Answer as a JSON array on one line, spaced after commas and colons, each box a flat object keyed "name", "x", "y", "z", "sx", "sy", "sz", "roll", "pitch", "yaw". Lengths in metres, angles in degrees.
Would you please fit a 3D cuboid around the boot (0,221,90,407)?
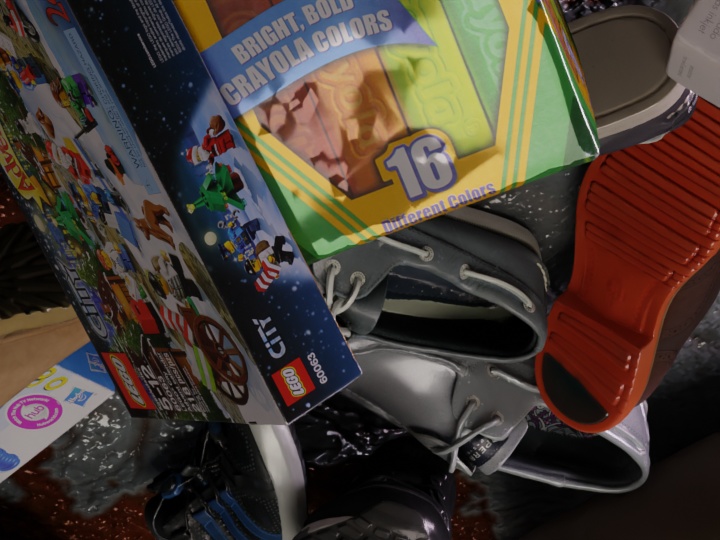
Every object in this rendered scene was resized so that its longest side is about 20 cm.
[{"name": "boot", "x": -0.174, "y": 0.087, "z": 1.068, "sx": 0.175, "sy": 0.066, "sz": 0.200, "roll": -20, "pitch": 133, "yaw": -36}]

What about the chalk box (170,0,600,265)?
[{"name": "chalk box", "x": -0.006, "y": -0.126, "z": 0.905, "sx": 0.125, "sy": 0.124, "sz": 0.200, "roll": -21, "pitch": 110, "yaw": 9}]

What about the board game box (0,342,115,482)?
[{"name": "board game box", "x": -0.250, "y": 0.052, "z": 1.127, "sx": 0.200, "sy": 0.056, "sz": 0.196, "roll": -38, "pitch": 135, "yaw": 27}]

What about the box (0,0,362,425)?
[{"name": "box", "x": -0.088, "y": -0.038, "z": 0.913, "sx": 0.038, "sy": 0.137, "sz": 0.200, "roll": -33, "pitch": 103, "yaw": -26}]

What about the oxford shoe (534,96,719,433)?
[{"name": "oxford shoe", "x": 0.142, "y": -0.017, "z": 1.164, "sx": 0.073, "sy": 0.071, "sz": 0.200, "roll": -27, "pitch": 148, "yaw": -47}]

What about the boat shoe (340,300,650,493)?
[{"name": "boat shoe", "x": 0.063, "y": 0.065, "z": 1.216, "sx": 0.201, "sy": 0.072, "sz": 0.070, "roll": 16, "pitch": 133, "yaw": -29}]

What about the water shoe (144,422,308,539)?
[{"name": "water shoe", "x": -0.068, "y": 0.116, "z": 1.239, "sx": 0.079, "sy": 0.072, "sz": 0.200, "roll": -10, "pitch": 141, "yaw": -7}]

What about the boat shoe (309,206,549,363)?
[{"name": "boat shoe", "x": 0.000, "y": 0.000, "z": 1.131, "sx": 0.200, "sy": 0.062, "sz": 0.073, "roll": 11, "pitch": 135, "yaw": -27}]

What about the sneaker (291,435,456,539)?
[{"name": "sneaker", "x": 0.012, "y": 0.115, "z": 1.221, "sx": 0.076, "sy": 0.088, "sz": 0.200, "roll": 19, "pitch": 164, "yaw": 1}]

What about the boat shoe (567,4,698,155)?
[{"name": "boat shoe", "x": 0.051, "y": -0.057, "z": 1.071, "sx": 0.200, "sy": 0.073, "sz": 0.063, "roll": -16, "pitch": 159, "yaw": 16}]

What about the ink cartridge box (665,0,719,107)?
[{"name": "ink cartridge box", "x": 0.235, "y": -0.081, "z": 0.978, "sx": 0.117, "sy": 0.200, "sz": 0.067, "roll": -58, "pitch": 174, "yaw": -6}]

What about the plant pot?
[{"name": "plant pot", "x": 0.171, "y": 0.180, "z": 1.282, "sx": 0.173, "sy": 0.200, "sz": 0.200, "roll": -15, "pitch": 140, "yaw": 3}]
